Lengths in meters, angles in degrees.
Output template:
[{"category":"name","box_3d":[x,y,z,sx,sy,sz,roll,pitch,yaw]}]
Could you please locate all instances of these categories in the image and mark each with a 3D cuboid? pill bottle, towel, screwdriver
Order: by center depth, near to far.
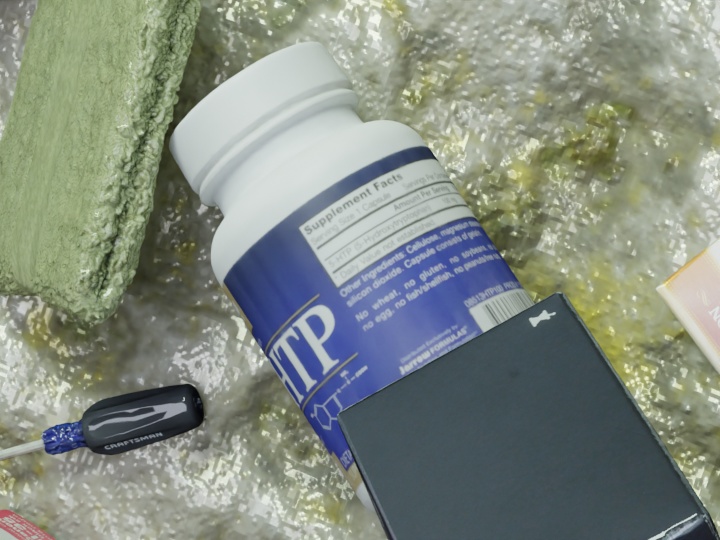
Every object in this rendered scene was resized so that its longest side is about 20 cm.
[{"category":"pill bottle","box_3d":[0.000,0.000,1.354,0.119,0.120,0.201,-36,78,11]},{"category":"towel","box_3d":[-0.128,-0.079,1.396,0.036,0.148,0.202,14,90,-29]},{"category":"screwdriver","box_3d":[-0.172,0.090,1.440,0.199,0.029,0.028,-15,83,9]}]

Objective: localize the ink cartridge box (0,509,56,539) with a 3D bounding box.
[{"category":"ink cartridge box","box_3d":[-0.210,0.196,1.359,0.083,0.200,0.147,38,97,11]}]

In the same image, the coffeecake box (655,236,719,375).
[{"category":"coffeecake box","box_3d":[0.259,0.009,1.306,0.200,0.073,0.154,-38,79,10]}]

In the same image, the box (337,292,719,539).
[{"category":"box","box_3d":[0.097,0.151,1.220,0.123,0.200,0.199,-27,118,-1]}]
